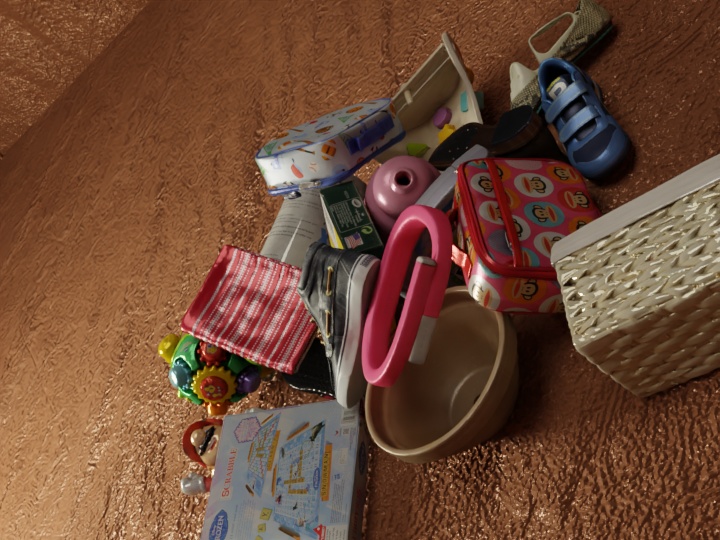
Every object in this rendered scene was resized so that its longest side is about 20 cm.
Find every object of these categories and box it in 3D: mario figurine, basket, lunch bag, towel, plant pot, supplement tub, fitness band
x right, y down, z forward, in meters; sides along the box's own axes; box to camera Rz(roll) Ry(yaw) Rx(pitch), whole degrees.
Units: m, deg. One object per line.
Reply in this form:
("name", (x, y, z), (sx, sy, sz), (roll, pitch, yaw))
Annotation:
("mario figurine", (-0.185, 0.249, 1.331), (0.123, 0.107, 0.199), (-30, 26, -33))
("basket", (0.292, 0.011, 0.887), (0.199, 0.135, 0.124), (-31, 40, 34))
("lunch bag", (0.170, -0.041, 1.064), (0.201, 0.174, 0.082), (-98, 12, -48))
("towel", (-0.137, 0.047, 1.315), (0.199, 0.023, 0.145), (17, 69, 30))
("plant pot", (0.106, 0.126, 1.071), (0.200, 0.092, 0.202), (-36, 36, 31))
("lunch bag", (-0.037, -0.165, 1.318), (0.159, 0.076, 0.200), (-6, 23, 37))
("supplement tub", (-0.070, -0.040, 1.432), (0.131, 0.132, 0.201), (-5, 57, 52))
("fitness band", (0.046, 0.028, 1.056), (0.144, 0.037, 0.202), (-140, 65, -71))

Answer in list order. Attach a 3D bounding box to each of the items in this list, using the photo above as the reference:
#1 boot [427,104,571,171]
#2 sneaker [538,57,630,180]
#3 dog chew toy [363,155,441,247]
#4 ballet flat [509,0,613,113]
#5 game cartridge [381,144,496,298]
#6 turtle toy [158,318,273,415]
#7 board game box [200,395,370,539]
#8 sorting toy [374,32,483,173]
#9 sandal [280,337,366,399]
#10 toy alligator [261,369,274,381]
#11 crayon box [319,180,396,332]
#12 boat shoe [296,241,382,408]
("boot", (0.172, -0.138, 1.240), (0.199, 0.097, 0.075), (-10, 47, 56))
("sneaker", (0.258, -0.184, 1.171), (0.074, 0.082, 0.201), (-38, 36, 21))
("dog chew toy", (0.059, -0.088, 1.247), (0.125, 0.124, 0.200), (-59, -11, -7))
("ballet flat", (0.242, -0.270, 1.279), (0.200, 0.075, 0.068), (-51, 3, 7))
("game cartridge", (0.113, -0.046, 1.185), (0.201, 0.133, 0.040), (-53, 38, 5))
("turtle toy", (-0.187, 0.125, 1.374), (0.200, 0.146, 0.101), (-39, 26, 18))
("board game box", (-0.089, 0.259, 1.193), (0.198, 0.041, 0.201), (-10, 48, 21))
("sorting toy", (0.111, -0.188, 1.368), (0.200, 0.106, 0.181), (-44, 47, 32))
("sandal", (-0.037, 0.141, 1.309), (0.199, 0.045, 0.076), (19, 80, 45))
("toy alligator", (-0.131, 0.072, 1.491), (0.054, 0.059, 0.202), (108, 170, -77))
("crayon box", (0.000, 0.000, 1.270), (0.050, 0.201, 0.127), (-17, 48, -7))
("boat shoe", (-0.027, 0.063, 1.171), (0.090, 0.071, 0.202), (20, 118, 26))
